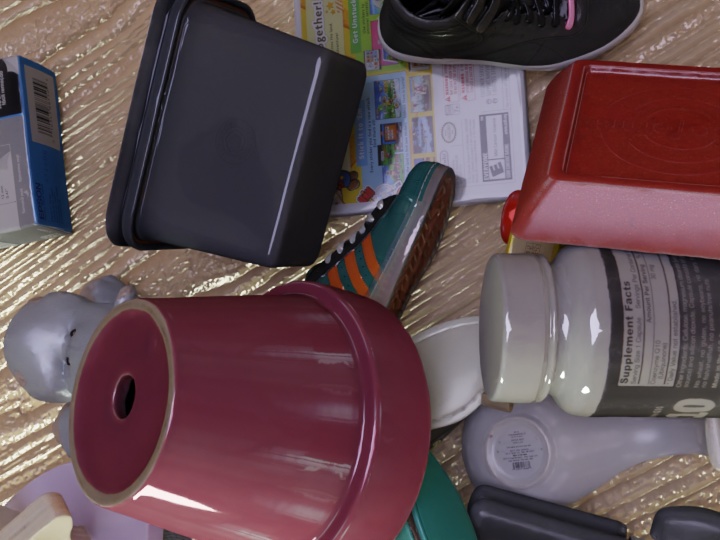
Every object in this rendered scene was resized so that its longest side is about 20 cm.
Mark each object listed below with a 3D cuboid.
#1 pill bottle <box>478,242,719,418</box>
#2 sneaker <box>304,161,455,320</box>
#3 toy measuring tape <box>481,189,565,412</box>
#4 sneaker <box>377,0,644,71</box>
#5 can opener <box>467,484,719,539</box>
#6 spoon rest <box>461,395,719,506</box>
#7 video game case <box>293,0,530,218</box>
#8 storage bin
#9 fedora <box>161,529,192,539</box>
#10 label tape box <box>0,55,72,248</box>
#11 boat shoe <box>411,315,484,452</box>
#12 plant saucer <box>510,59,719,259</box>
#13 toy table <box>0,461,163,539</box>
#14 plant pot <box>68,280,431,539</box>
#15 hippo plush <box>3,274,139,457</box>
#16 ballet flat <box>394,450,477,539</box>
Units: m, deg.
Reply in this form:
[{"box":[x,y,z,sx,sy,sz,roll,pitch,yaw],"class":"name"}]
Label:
[{"box":[0.182,0.038,0.758,0.198,0.113,0.115,1,86,-3],"class":"pill bottle"},{"box":[0.000,0.000,0.881,0.079,0.071,0.201,30,102,18],"class":"sneaker"},{"box":[0.129,0.004,0.847,0.073,0.074,0.202,13,85,15],"class":"toy measuring tape"},{"box":[0.107,-0.189,0.835,0.198,0.099,0.072,-2,84,6],"class":"sneaker"},{"box":[0.174,0.184,0.820,0.198,0.053,0.067,11,99,6],"class":"can opener"},{"box":[0.166,0.127,0.848,0.198,0.060,0.101,-7,86,28],"class":"spoon rest"},{"box":[0.039,-0.148,0.913,0.180,0.023,0.202,-4,86,15],"class":"video game case"},{"box":[-0.081,-0.095,0.872,0.133,0.145,0.202,19,98,20],"class":"storage bin"},{"box":[-0.179,0.246,0.906,0.198,0.090,0.179,-6,82,26],"class":"fedora"},{"box":[-0.352,-0.087,0.992,0.198,0.066,0.145,-10,84,12],"class":"label tape box"},{"box":[0.032,0.107,0.876,0.201,0.060,0.072,-37,69,2],"class":"boat shoe"},{"box":[0.212,-0.084,0.782,0.197,0.201,0.037,6,130,14],"class":"plant saucer"},{"box":[-0.243,0.216,0.825,0.184,0.117,0.201,44,104,23],"class":"toy table"},{"box":[-0.083,0.098,0.765,0.199,0.178,0.202,-17,66,45],"class":"plant pot"},{"box":[-0.184,0.089,0.883,0.198,0.161,0.161,14,89,16],"class":"hippo plush"},{"box":[0.055,0.211,0.783,0.070,0.067,0.201,-41,71,29],"class":"ballet flat"}]
